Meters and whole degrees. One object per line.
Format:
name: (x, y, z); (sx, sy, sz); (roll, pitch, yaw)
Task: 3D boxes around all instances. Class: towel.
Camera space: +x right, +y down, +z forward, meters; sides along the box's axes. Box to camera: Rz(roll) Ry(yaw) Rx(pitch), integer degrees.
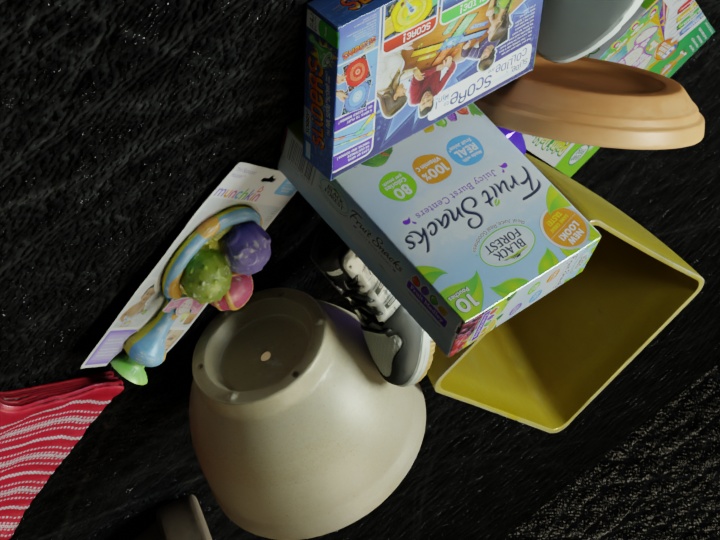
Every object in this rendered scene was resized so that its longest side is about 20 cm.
towel: (-0.278, 0.156, 1.268); (0.200, 0.023, 0.144); (-51, 159, 25)

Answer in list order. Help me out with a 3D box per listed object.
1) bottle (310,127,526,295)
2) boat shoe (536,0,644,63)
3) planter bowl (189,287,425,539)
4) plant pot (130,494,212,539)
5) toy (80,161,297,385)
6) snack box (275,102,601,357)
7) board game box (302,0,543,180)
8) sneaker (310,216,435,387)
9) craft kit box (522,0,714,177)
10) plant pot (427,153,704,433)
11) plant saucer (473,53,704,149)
bottle: (0.047, -0.060, 1.367); (0.200, 0.065, 0.084); (-41, 162, -1)
boat shoe: (0.214, -0.240, 1.296); (0.200, 0.071, 0.064); (-48, 159, 12)
planter bowl: (-0.059, 0.100, 1.357); (0.200, 0.200, 0.135); (-38, 134, -11)
plant pot: (-0.207, 0.341, 1.597); (0.173, 0.201, 0.201); (-20, 157, -9)
toy: (-0.113, 0.011, 1.235); (0.200, 0.047, 0.115); (-47, 162, 16)
snack box: (0.055, -0.052, 1.194); (0.142, 0.200, 0.053); (-30, 157, -29)
board game box: (0.047, -0.161, 1.149); (0.199, 0.034, 0.136); (-30, 145, -29)
sneaker: (0.000, 0.000, 1.284); (0.087, 0.202, 0.075); (-20, -166, -38)
craft kit box: (0.222, -0.181, 1.486); (0.197, 0.049, 0.200); (-43, 161, 12)
plant pot: (0.145, -0.002, 1.466); (0.200, 0.177, 0.199); (-48, 140, 17)
plant saucer: (0.172, -0.137, 1.288); (0.200, 0.199, 0.038); (-16, 119, -52)
